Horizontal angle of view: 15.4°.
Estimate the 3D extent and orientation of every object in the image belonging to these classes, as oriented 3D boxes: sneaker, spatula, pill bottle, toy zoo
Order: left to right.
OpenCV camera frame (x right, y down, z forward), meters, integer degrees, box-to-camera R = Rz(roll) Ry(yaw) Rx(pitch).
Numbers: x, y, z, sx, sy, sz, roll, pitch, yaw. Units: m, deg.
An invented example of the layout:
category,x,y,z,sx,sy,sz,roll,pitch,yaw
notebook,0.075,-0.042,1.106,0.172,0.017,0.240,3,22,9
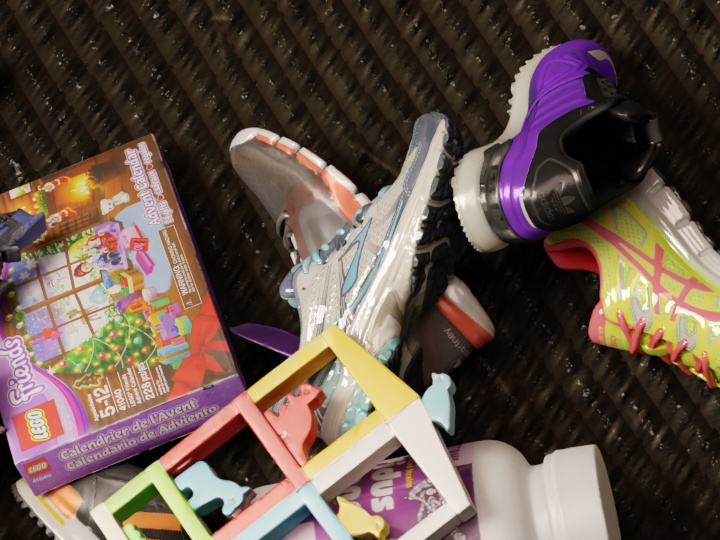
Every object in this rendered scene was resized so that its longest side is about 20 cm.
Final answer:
category,x,y,z,sx,sy,sz,roll,pitch,yaw
sneaker,-0.105,0.157,1.517,0.200,0.070,0.090,39,83,21
toy zoo,-0.030,0.120,1.425,0.200,0.020,0.131,-38,66,-1
sneaker,-0.016,-0.004,1.565,0.200,0.077,0.082,41,86,20
sneaker,0.000,0.000,1.494,0.086,0.078,0.200,17,81,19
spatula,0.012,0.085,1.546,0.200,0.057,0.021,38,104,11
pill bottle,0.041,0.155,1.468,0.199,0.112,0.113,-12,69,8
sneaker,0.131,-0.076,1.520,0.099,0.070,0.200,-14,24,30
sneaker,0.179,0.028,1.527,0.090,0.078,0.200,-35,58,-5

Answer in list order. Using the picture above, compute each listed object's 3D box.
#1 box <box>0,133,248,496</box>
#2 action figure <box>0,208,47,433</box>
category,x,y,z,sx,sy,sz,roll,pitch,yaw
box,-0.155,0.023,1.561,0.137,0.039,0.200,-22,51,0
action figure,-0.265,0.041,1.540,0.200,0.105,0.193,-37,48,-25
